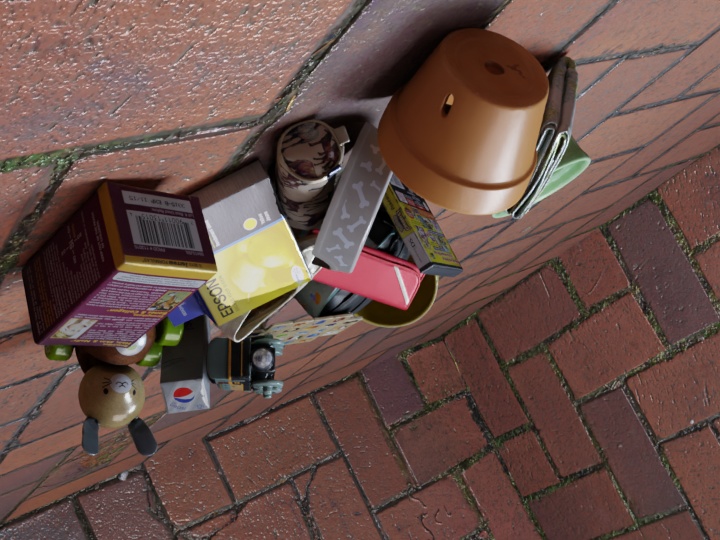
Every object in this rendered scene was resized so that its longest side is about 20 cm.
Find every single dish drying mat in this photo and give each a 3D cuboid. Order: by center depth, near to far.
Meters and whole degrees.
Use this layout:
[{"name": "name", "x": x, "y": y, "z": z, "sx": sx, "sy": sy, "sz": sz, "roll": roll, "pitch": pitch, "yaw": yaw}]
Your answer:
[{"name": "dish drying mat", "x": 0.000, "y": 0.000, "z": 1.465, "sx": 0.198, "sy": 0.018, "sz": 0.077, "roll": 19, "pitch": 113, "yaw": -25}]

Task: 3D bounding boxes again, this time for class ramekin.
[{"name": "ramekin", "x": 0.298, "y": -0.186, "z": 1.760, "sx": 0.198, "sy": 0.099, "sz": 0.200, "roll": -27, "pitch": 169, "yaw": -5}]

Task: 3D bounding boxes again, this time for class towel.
[{"name": "towel", "x": 0.261, "y": -0.189, "z": 1.425, "sx": 0.201, "sy": 0.048, "sz": 0.172, "roll": -71, "pitch": -175, "yaw": -49}]

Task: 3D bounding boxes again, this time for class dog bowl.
[{"name": "dog bowl", "x": -0.004, "y": -0.088, "z": 1.284, "sx": 0.200, "sy": 0.058, "sz": 0.203, "roll": -158, "pitch": -91, "yaw": -90}]

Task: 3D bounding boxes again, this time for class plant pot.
[{"name": "plant pot", "x": 0.132, "y": -0.187, "z": 1.169, "sx": 0.198, "sy": 0.201, "sz": 0.141, "roll": -20, "pitch": 150, "yaw": -34}, {"name": "plant pot", "x": 0.055, "y": -0.023, "z": 1.744, "sx": 0.199, "sy": 0.201, "sz": 0.142, "roll": -34, "pitch": -167, "yaw": 32}]

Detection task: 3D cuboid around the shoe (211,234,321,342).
[{"name": "shoe", "x": -0.115, "y": 0.027, "z": 1.386, "sx": 0.199, "sy": 0.053, "sz": 0.070, "roll": -38, "pitch": 134, "yaw": -9}]

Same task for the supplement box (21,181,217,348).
[{"name": "supplement box", "x": -0.276, "y": 0.000, "z": 1.130, "sx": 0.199, "sy": 0.105, "sz": 0.130, "roll": -35, "pitch": 153, "yaw": 34}]

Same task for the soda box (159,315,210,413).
[{"name": "soda box", "x": -0.270, "y": 0.128, "z": 1.537, "sx": 0.067, "sy": 0.201, "sz": 0.064, "roll": -6, "pitch": 126, "yaw": -3}]

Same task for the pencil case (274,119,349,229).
[{"name": "pencil case", "x": -0.064, "y": -0.116, "z": 1.249, "sx": 0.088, "sy": 0.079, "sz": 0.200, "roll": -11, "pitch": 166, "yaw": -9}]

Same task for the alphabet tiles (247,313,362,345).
[{"name": "alphabet tiles", "x": -0.103, "y": 0.095, "z": 1.516, "sx": 0.197, "sy": 0.006, "sz": 0.166, "roll": -6, "pitch": 165, "yaw": -28}]

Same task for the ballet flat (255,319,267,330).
[{"name": "ballet flat", "x": -0.158, "y": 0.059, "z": 1.486, "sx": 0.067, "sy": 0.077, "sz": 0.200, "roll": -2, "pitch": 172, "yaw": -2}]

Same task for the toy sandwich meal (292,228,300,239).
[{"name": "toy sandwich meal", "x": -0.166, "y": -0.014, "z": 1.479, "sx": 0.203, "sy": 0.071, "sz": 0.205, "roll": -27, "pitch": 169, "yaw": -6}]

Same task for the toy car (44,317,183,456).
[{"name": "toy car", "x": -0.339, "y": 0.157, "z": 1.374, "sx": 0.162, "sy": 0.203, "sz": 0.158, "roll": 7, "pitch": 151, "yaw": -32}]

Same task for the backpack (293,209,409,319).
[{"name": "backpack", "x": -0.028, "y": -0.013, "z": 1.566, "sx": 0.201, "sy": 0.153, "sz": 0.176, "roll": -55, "pitch": 165, "yaw": 9}]

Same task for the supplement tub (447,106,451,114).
[{"name": "supplement tub", "x": 0.168, "y": -0.180, "z": 1.410, "sx": 0.121, "sy": 0.124, "sz": 0.200, "roll": -24, "pitch": 168, "yaw": -15}]

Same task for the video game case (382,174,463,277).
[{"name": "video game case", "x": 0.085, "y": -0.076, "z": 1.518, "sx": 0.025, "sy": 0.183, "sz": 0.200, "roll": -31, "pitch": 168, "yaw": 15}]

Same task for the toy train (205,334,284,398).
[{"name": "toy train", "x": -0.171, "y": 0.142, "z": 1.470, "sx": 0.112, "sy": 0.087, "sz": 0.200, "roll": 2, "pitch": 168, "yaw": -6}]

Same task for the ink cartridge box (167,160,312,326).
[{"name": "ink cartridge box", "x": -0.180, "y": -0.018, "z": 1.265, "sx": 0.198, "sy": 0.047, "sz": 0.199, "roll": -28, "pitch": 138, "yaw": -6}]
